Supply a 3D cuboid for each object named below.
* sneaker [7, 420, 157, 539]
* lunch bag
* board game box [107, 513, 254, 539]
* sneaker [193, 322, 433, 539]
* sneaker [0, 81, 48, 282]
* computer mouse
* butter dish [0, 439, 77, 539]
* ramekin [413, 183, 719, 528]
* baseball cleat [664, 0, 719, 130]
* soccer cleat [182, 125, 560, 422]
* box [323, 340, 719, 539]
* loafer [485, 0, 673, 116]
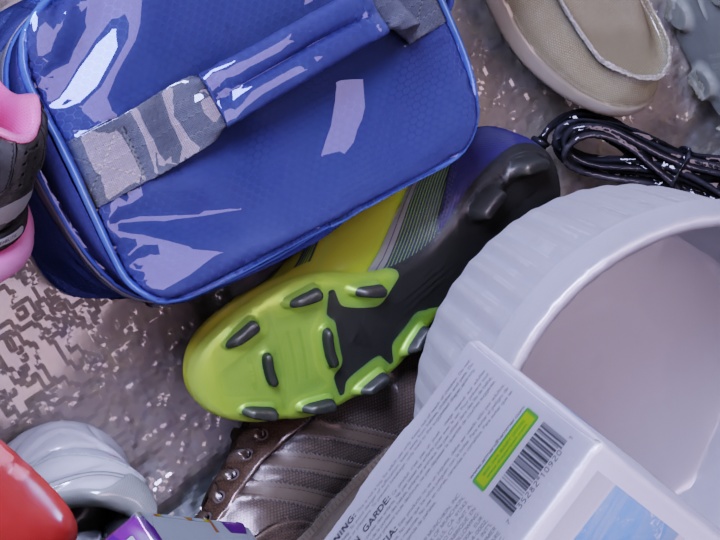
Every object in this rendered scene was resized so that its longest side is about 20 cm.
[{"bbox_3d":[-0.157,0.142,0.715,0.078,0.099,0.200,45,74,-20],"label":"sneaker"},{"bbox_3d":[-0.048,-0.075,0.739,0.199,0.132,0.137,-30,104,-20],"label":"lunch bag"},{"bbox_3d":[-0.103,0.188,0.628,0.200,0.103,0.105,-41,71,7],"label":"board game box"},{"bbox_3d":[-0.035,0.087,0.799,0.200,0.070,0.076,-38,88,-25],"label":"sneaker"},{"bbox_3d":[-0.186,-0.087,0.665,0.200,0.096,0.079,42,49,7],"label":"sneaker"},{"bbox_3d":[0.109,0.027,0.847,0.139,0.046,0.202,24,101,4],"label":"computer mouse"},{"bbox_3d":[-0.219,0.055,0.666,0.199,0.148,0.200,40,117,-18],"label":"butter dish"},{"bbox_3d":[0.116,0.060,0.756,0.198,0.105,0.202,-6,109,-19],"label":"ramekin"},{"bbox_3d":[0.187,-0.172,0.880,0.106,0.070,0.202,-23,103,-22],"label":"baseball cleat"},{"bbox_3d":[0.001,0.001,0.793,0.199,0.083,0.065,-33,122,-24],"label":"soccer cleat"},{"bbox_3d":[0.094,0.136,0.655,0.200,0.101,0.113,37,91,-27],"label":"box"},{"bbox_3d":[0.085,-0.159,0.819,0.201,0.068,0.076,53,45,-15],"label":"loafer"}]
